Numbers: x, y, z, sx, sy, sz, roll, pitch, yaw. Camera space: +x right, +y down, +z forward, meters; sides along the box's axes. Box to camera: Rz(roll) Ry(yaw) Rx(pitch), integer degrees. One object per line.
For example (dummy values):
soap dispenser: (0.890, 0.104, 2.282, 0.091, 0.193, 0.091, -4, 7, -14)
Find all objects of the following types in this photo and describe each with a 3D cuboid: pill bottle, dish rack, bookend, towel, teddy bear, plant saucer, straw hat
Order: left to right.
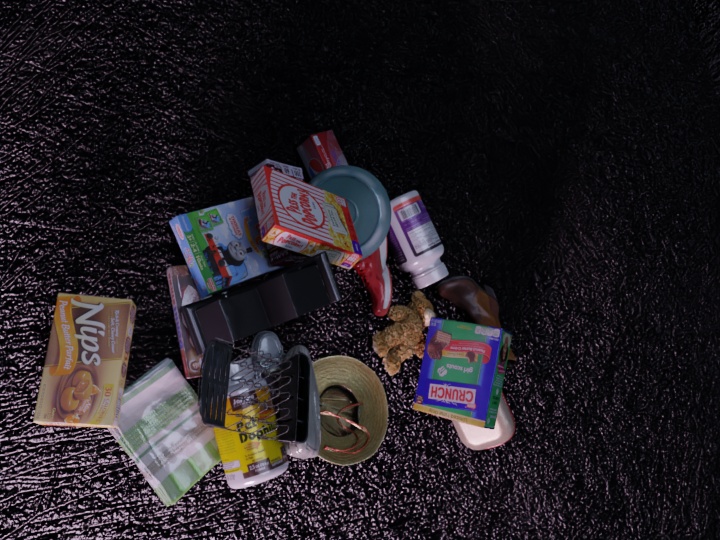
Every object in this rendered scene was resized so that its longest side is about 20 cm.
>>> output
towel: (-0.323, 0.269, 1.056, 0.149, 0.031, 0.201, -38, 98, -34)
pill bottle: (-0.199, 0.259, 1.077, 0.108, 0.109, 0.202, -13, 81, -35)
dish rack: (-0.170, 0.193, 1.012, 0.199, 0.054, 0.155, 27, 51, -42)
bookend: (-0.174, 0.058, 1.096, 0.199, 0.198, 0.093, -20, 88, -44)
straw hat: (-0.046, 0.272, 1.197, 0.198, 0.085, 0.204, 6, 66, -13)
plant saucer: (-0.036, -0.116, 1.285, 0.197, 0.027, 0.203, 0, 91, 8)
teddy bear: (0.102, 0.133, 1.347, 0.199, 0.066, 0.147, -24, 96, -39)
pill bottle: (0.118, -0.066, 1.397, 0.111, 0.111, 0.202, -25, 91, -36)

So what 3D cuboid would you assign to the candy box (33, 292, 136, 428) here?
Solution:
candy box: (-0.430, 0.142, 0.989, 0.114, 0.055, 0.203, 6, 71, -10)

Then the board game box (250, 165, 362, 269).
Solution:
board game box: (-0.099, -0.096, 1.159, 0.198, 0.046, 0.153, 17, 42, -38)

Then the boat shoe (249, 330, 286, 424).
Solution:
boat shoe: (-0.159, 0.211, 1.159, 0.074, 0.065, 0.205, 3, 74, -32)

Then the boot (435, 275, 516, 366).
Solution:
boot: (0.262, 0.122, 1.435, 0.187, 0.068, 0.202, 22, 46, -40)

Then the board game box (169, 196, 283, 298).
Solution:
board game box: (-0.242, -0.051, 1.187, 0.199, 0.036, 0.153, -23, 89, -45)

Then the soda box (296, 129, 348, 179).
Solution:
soda box: (-0.059, -0.192, 1.344, 0.063, 0.070, 0.202, -24, 89, -39)

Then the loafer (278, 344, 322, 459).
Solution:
loafer: (-0.104, 0.233, 1.118, 0.070, 0.069, 0.202, 32, 47, -47)

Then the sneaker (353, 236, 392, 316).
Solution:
sneaker: (0.000, 0.000, 1.336, 0.114, 0.078, 0.203, 3, 66, -20)

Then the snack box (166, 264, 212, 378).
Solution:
snack box: (-0.297, 0.089, 1.130, 0.071, 0.024, 0.203, -6, 79, -38)

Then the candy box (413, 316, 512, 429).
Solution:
candy box: (0.212, 0.211, 1.306, 0.077, 0.167, 0.203, 22, 77, -54)

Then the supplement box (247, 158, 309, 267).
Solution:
supplement box: (-0.145, -0.109, 1.237, 0.108, 0.060, 0.202, 3, 67, -55)

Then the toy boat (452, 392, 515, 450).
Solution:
toy boat: (0.265, 0.287, 1.398, 0.202, 0.129, 0.130, 67, 24, 1)
